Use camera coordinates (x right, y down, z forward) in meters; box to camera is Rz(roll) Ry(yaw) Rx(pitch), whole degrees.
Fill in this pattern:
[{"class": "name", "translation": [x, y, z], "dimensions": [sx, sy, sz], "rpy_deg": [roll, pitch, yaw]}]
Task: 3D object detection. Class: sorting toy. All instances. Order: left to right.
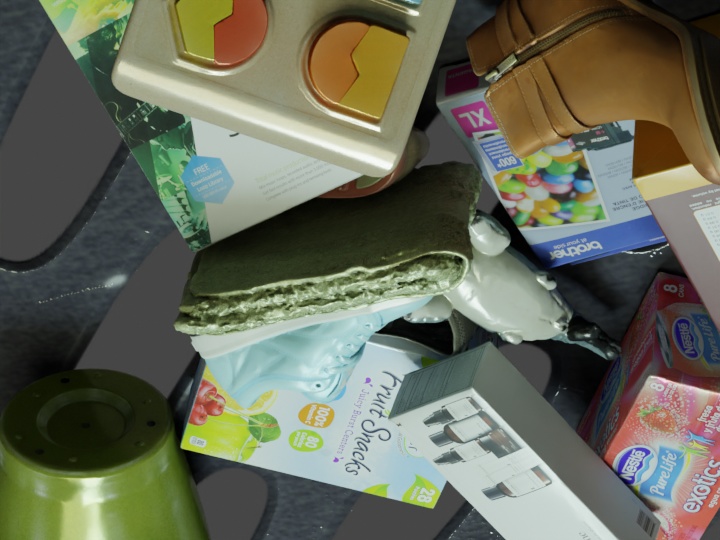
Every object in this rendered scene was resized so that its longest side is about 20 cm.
[{"class": "sorting toy", "translation": [-0.034, -0.172, 1.522], "dimensions": [0.185, 0.036, 0.200], "rpy_deg": [18, 100, -10]}]

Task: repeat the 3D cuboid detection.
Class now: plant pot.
[{"class": "plant pot", "translation": [-0.203, 0.186, 1.913], "dimensions": [0.200, 0.200, 0.193], "rpy_deg": [5, 126, 5]}]

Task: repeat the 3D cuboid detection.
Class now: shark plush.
[{"class": "shark plush", "translation": [0.105, 0.001, 1.733], "dimensions": [0.200, 0.083, 0.091], "rpy_deg": [18, 110, -20]}]

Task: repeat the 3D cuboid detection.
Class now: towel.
[{"class": "towel", "translation": [-0.020, -0.013, 1.634], "dimensions": [0.200, 0.148, 0.036], "rpy_deg": [-13, 116, 13]}]

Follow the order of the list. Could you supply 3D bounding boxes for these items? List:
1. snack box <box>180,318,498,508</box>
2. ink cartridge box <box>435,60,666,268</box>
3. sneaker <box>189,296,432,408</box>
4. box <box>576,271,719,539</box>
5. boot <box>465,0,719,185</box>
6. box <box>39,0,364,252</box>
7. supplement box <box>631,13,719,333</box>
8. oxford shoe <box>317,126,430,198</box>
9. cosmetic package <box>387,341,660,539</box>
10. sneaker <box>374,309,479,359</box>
[{"class": "snack box", "translation": [-0.016, 0.080, 1.840], "dimensions": [0.200, 0.068, 0.169], "rpy_deg": [13, 137, -6]}, {"class": "ink cartridge box", "translation": [0.147, -0.070, 1.671], "dimensions": [0.119, 0.042, 0.200], "rpy_deg": [-15, 134, 25]}, {"class": "sneaker", "translation": [-0.017, 0.043, 1.690], "dimensions": [0.200, 0.074, 0.082], "rpy_deg": [-17, 109, 38]}, {"class": "box", "translation": [0.221, 0.108, 1.803], "dimensions": [0.095, 0.103, 0.200], "rpy_deg": [15, 139, -5]}, {"class": "boot", "translation": [0.151, -0.106, 1.524], "dimensions": [0.155, 0.200, 0.074], "rpy_deg": [-34, 146, 29]}, {"class": "box", "translation": [-0.097, -0.124, 1.600], "dimensions": [0.144, 0.036, 0.200], "rpy_deg": [-24, 102, 31]}, {"class": "supplement box", "translation": [0.300, -0.060, 1.582], "dimensions": [0.197, 0.133, 0.200], "rpy_deg": [-15, 133, 23]}, {"class": "oxford shoe", "translation": [-0.049, -0.076, 1.675], "dimensions": [0.200, 0.074, 0.071], "rpy_deg": [6, 100, 28]}, {"class": "cosmetic package", "translation": [0.115, 0.142, 1.762], "dimensions": [0.083, 0.051, 0.200], "rpy_deg": [-23, 121, 41]}, {"class": "sneaker", "translation": [0.000, 0.000, 1.738], "dimensions": [0.200, 0.082, 0.075], "rpy_deg": [20, 137, -12]}]
